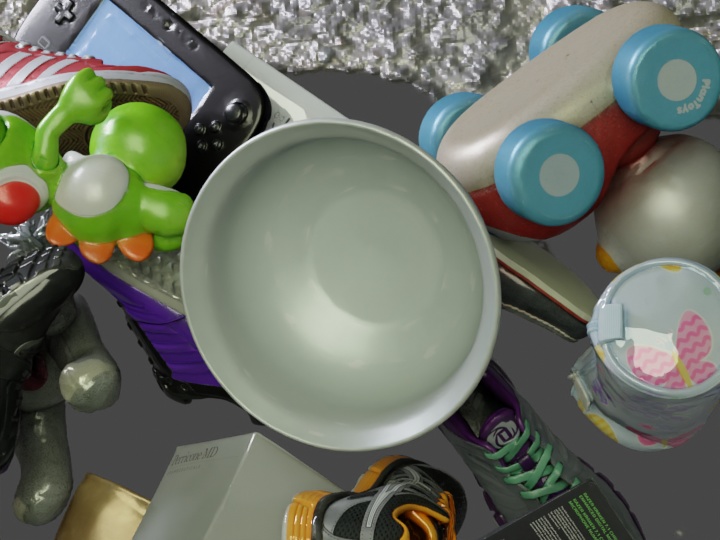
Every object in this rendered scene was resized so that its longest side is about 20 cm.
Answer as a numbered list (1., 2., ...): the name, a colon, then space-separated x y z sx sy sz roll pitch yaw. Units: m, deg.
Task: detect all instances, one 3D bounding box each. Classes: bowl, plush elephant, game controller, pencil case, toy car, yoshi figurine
1. bowl: 0.000 0.000 1.366 0.201 0.090 0.201 5 106 19
2. plush elephant: -0.256 0.045 1.447 0.155 0.165 0.200 0 58 -26
3. game controller: -0.147 -0.124 1.501 0.200 0.042 0.104 41 91 27
4. pencil case: 0.175 0.052 1.361 0.091 0.200 0.083 17 78 5
5. toy car: 0.164 -0.045 1.413 0.177 0.184 0.200 -38 107 -6
6. yoshi figurine: -0.191 -0.075 1.402 0.200 0.112 0.112 19 96 -4

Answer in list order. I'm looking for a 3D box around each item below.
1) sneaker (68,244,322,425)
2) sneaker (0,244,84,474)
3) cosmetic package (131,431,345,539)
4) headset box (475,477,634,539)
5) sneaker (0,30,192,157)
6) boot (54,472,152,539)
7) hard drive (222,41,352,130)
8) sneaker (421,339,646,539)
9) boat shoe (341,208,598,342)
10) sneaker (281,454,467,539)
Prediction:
1. sneaker: -0.120 0.035 1.463 0.200 0.070 0.100 33 128 7
2. sneaker: -0.223 0.070 1.355 0.200 0.076 0.088 -41 103 14
3. cosmetic package: -0.099 0.204 1.379 0.081 0.113 0.200 34 63 -22
4. headset box: 0.062 0.223 1.330 0.200 0.174 0.093 -24 74 -37
5. sneaker: -0.207 -0.123 1.479 0.200 0.071 0.113 -6 43 4
6. boot: -0.140 0.253 1.448 0.175 0.066 0.200 26 79 -1
7. hard drive: -0.041 -0.042 1.498 0.200 0.027 0.132 35 88 13
8. sneaker: 0.101 0.127 1.416 0.074 0.088 0.200 -43 77 1
9. boat shoe: 0.057 -0.007 1.429 0.200 0.071 0.063 31 104 4
10. sneaker: 0.026 0.159 1.369 0.077 0.200 0.078 1 96 25
